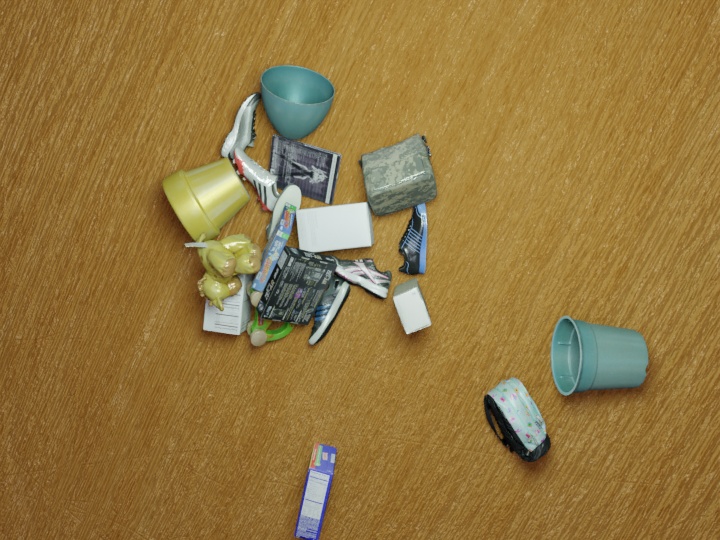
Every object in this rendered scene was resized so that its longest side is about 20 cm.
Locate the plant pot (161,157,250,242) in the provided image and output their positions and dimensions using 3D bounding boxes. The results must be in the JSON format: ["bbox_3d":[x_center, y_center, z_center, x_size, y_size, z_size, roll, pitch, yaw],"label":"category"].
[{"bbox_3d":[-0.409,-0.203,1.633,0.186,0.201,0.204,-31,92,-5],"label":"plant pot"}]

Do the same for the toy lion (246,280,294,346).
[{"bbox_3d":[-0.222,0.100,1.676,0.186,0.069,0.205,-6,119,-23],"label":"toy lion"}]

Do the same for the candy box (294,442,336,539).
[{"bbox_3d":[-0.124,0.620,1.685,0.075,0.169,0.206,13,96,1],"label":"candy box"}]

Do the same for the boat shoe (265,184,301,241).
[{"bbox_3d":[-0.218,-0.160,1.640,0.071,0.062,0.203,-2,134,-31],"label":"boat shoe"}]

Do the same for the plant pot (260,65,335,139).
[{"bbox_3d":[-0.174,-0.434,1.596,0.195,0.202,0.137,19,131,3],"label":"plant pot"}]

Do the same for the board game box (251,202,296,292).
[{"bbox_3d":[-0.228,-0.061,1.580,0.034,0.137,0.202,22,123,-13],"label":"board game box"}]

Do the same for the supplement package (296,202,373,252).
[{"bbox_3d":[-0.066,-0.118,1.635,0.194,0.117,0.121,-6,95,7],"label":"supplement package"}]

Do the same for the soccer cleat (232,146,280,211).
[{"bbox_3d":[-0.276,-0.258,1.650,0.083,0.069,0.203,-23,110,18],"label":"soccer cleat"}]

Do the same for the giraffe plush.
[{"bbox_3d":[-0.359,0.010,1.556,0.194,0.174,0.166,5,118,-11],"label":"giraffe plush"}]

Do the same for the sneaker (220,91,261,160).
[{"bbox_3d":[-0.316,-0.397,1.664,0.078,0.074,0.204,25,104,-6],"label":"sneaker"}]

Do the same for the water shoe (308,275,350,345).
[{"bbox_3d":[-0.103,0.111,1.690,0.078,0.071,0.203,32,92,11],"label":"water shoe"}]

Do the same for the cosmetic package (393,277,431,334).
[{"bbox_3d":[0.137,0.090,1.591,0.071,0.200,0.106,-21,93,7],"label":"cosmetic package"}]

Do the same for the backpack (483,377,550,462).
[{"bbox_3d":[0.423,0.398,1.626,0.125,0.167,0.203,-31,89,-12],"label":"backpack"}]

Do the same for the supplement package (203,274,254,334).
[{"bbox_3d":[-0.367,0.065,1.685,0.106,0.114,0.207,7,95,4],"label":"supplement package"}]

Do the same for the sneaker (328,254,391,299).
[{"bbox_3d":[0.000,0.000,1.671,0.196,0.080,0.088,28,79,0],"label":"sneaker"}]

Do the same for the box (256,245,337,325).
[{"bbox_3d":[-0.170,0.045,1.601,0.157,0.044,0.203,11,116,-38],"label":"box"}]

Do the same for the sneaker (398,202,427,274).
[{"bbox_3d":[0.142,-0.090,1.640,0.075,0.070,0.207,1,96,1],"label":"sneaker"}]

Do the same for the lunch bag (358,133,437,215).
[{"bbox_3d":[0.100,-0.264,1.593,0.195,0.140,0.172,-17,64,8],"label":"lunch bag"}]

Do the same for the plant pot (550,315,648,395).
[{"bbox_3d":[0.627,0.227,1.566,0.190,0.200,0.207,3,96,-2],"label":"plant pot"}]

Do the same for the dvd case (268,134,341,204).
[{"bbox_3d":[-0.157,-0.277,1.648,0.195,0.016,0.152,17,125,5],"label":"dvd case"}]
